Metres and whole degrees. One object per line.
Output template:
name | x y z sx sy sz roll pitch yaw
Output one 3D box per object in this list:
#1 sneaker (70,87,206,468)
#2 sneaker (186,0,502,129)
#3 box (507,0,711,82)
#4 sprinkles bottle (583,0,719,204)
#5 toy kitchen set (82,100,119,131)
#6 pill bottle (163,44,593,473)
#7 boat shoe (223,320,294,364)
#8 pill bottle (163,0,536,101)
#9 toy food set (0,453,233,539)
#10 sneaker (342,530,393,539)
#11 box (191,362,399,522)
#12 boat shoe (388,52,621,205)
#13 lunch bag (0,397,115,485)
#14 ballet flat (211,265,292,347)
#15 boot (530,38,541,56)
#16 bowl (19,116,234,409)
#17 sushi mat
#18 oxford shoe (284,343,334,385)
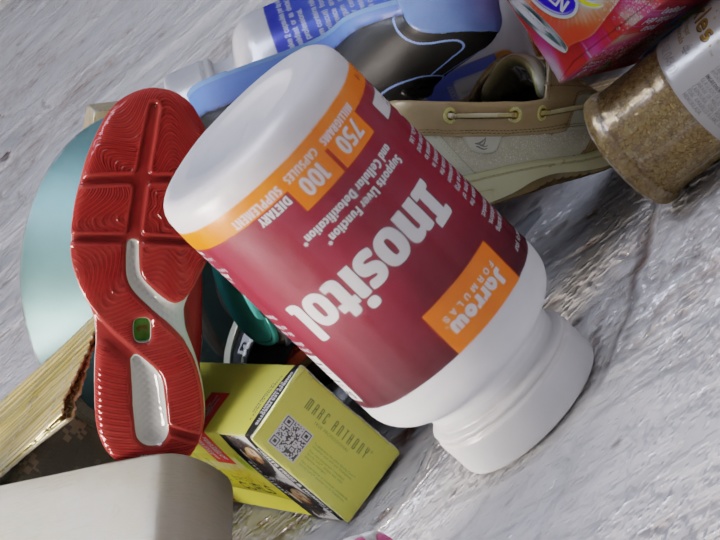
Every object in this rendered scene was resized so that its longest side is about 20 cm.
sneaker | -0.117 -0.003 1.458 0.116 0.078 0.200 -118 32 -77
sneaker | -0.003 -0.086 1.433 0.200 0.078 0.070 -21 -10 36
box | 0.150 -0.170 1.405 0.095 0.100 0.200 -37 -9 30
sprinkles bottle | 0.201 -0.115 1.329 0.200 0.068 0.068 -40 17 24
toy kitchen set | -0.089 0.008 1.821 0.163 0.180 0.200 44 131 39
pill bottle | 0.013 -0.001 1.290 0.113 0.200 0.113 -42 16 15
boat shoe | 0.000 0.000 1.564 0.200 0.072 0.068 -45 16 -6
pill bottle | -0.005 -0.110 1.549 0.200 0.112 0.112 -21 18 3
toy food set | -0.162 0.181 1.411 0.200 0.060 0.144 -13 48 17
sneaker | -0.050 0.199 1.205 0.087 0.074 0.200 -27 20 50
box | -0.054 0.090 1.480 0.050 0.075 0.200 -52 17 -14
boat shoe | 0.087 -0.079 1.404 0.074 0.067 0.200 0 15 42
lunch bag | -0.194 0.164 1.589 0.164 0.118 0.200 -55 11 -14
ballet flat | -0.037 0.000 1.430 0.073 0.073 0.200 -48 1 -6
boot | 0.098 -0.131 1.640 0.200 0.074 0.155 -53 21 -14
bowl | -0.095 0.003 1.642 0.105 0.201 0.201 1 46 41
sushi mat | -0.208 0.101 1.531 0.200 0.012 0.096 -40 18 34
oxford shoe | 0.016 0.035 1.448 0.071 0.072 0.200 -56 8 -23
